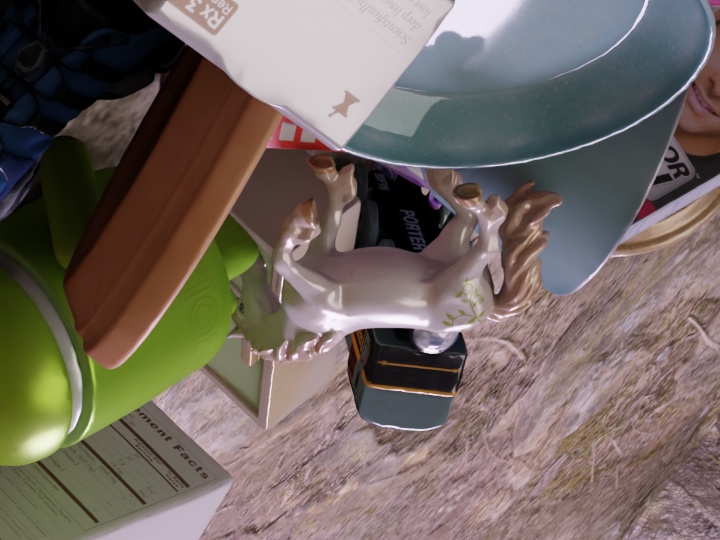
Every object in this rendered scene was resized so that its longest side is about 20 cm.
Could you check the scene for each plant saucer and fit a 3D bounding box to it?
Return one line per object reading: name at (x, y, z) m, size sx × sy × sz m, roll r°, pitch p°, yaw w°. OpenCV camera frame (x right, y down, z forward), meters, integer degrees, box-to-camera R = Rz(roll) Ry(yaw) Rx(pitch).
plant saucer at (-0.073, -0.054, 0.829) m, size 0.200 × 0.037 × 0.200 m, roll -57°, pitch -167°, yaw 20°
plant saucer at (0.061, -0.108, 0.898) m, size 0.200 × 0.036 × 0.200 m, roll -5°, pitch 156°, yaw -2°

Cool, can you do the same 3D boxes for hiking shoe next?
hiking shoe at (-0.144, -0.089, 0.833) m, size 0.200 × 0.074 × 0.087 m, roll -48°, pitch 174°, yaw -35°

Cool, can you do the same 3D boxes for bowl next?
bowl at (0.098, -0.098, 1.078) m, size 0.201 × 0.105 × 0.201 m, roll -159°, pitch -90°, yaw -81°

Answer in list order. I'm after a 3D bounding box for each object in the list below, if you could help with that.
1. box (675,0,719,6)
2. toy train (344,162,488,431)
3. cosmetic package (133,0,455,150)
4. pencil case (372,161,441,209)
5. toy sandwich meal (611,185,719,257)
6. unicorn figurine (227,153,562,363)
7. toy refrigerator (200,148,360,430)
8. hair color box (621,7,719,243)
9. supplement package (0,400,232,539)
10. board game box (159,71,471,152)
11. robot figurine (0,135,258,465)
box at (0.137, -0.219, 0.989) m, size 0.176 × 0.200 × 0.097 m, roll -12°, pitch 133°, yaw -59°
toy train at (0.023, 0.012, 1.236) m, size 0.085 × 0.200 × 0.114 m, roll 8°, pitch 117°, yaw -15°
cosmetic package at (-0.059, -0.135, 0.718) m, size 0.074 × 0.200 × 0.102 m, roll -51°, pitch 132°, yaw 6°
pencil case at (0.073, -0.136, 1.188) m, size 0.200 × 0.085 × 0.084 m, roll -52°, pitch 170°, yaw 6°
toy sandwich meal at (0.163, -0.098, 1.307) m, size 0.205 × 0.205 × 0.070 m, roll -44°, pitch 166°, yaw -12°
unicorn figurine at (0.000, 0.000, 1.029) m, size 0.074 × 0.200 × 0.138 m, roll -69°, pitch 165°, yaw -45°
toy refrigerator at (-0.058, 0.011, 1.198) m, size 0.070 × 0.076 × 0.200 m, roll -38°, pitch 158°, yaw -27°
hair color box at (0.205, -0.100, 1.232) m, size 0.200 × 0.099 × 0.061 m, roll -30°, pitch 171°, yaw -11°
supplement package at (-0.190, 0.146, 1.105) m, size 0.200 × 0.117 × 0.117 m, roll -14°, pitch 140°, yaw -57°
board game box at (-0.013, -0.139, 0.939) m, size 0.151 × 0.046 × 0.200 m, roll 2°, pitch 141°, yaw -10°
robot figurine at (-0.146, 0.022, 0.974) m, size 0.200 × 0.116 × 0.176 m, roll -31°, pitch 159°, yaw -39°
